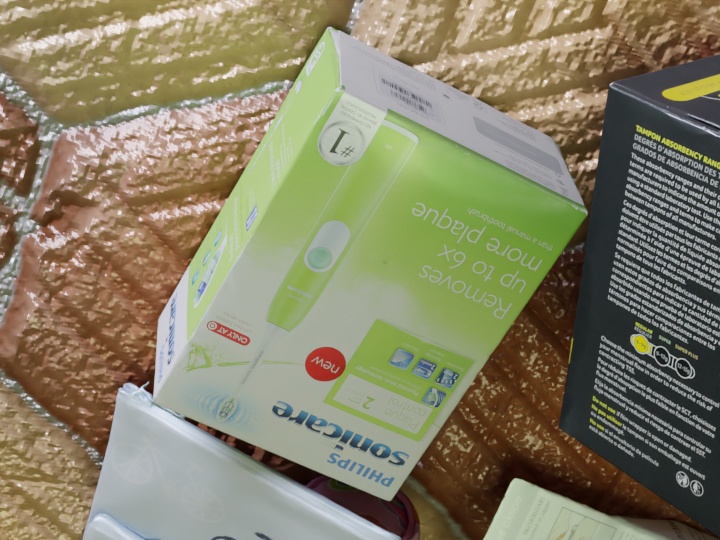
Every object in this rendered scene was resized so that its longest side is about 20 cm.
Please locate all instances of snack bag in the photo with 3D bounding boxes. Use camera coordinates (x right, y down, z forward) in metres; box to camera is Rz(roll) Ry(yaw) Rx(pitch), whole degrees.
[{"bbox_3d":[-0.078,0.181,0.905,0.188,0.021,0.200,28,124,12],"label":"snack bag"}]

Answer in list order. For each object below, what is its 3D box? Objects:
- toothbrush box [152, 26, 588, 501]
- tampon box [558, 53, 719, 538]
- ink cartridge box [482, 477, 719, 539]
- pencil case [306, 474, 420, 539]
[{"bbox_3d":[0.000,0.000,0.832,0.145,0.086,0.200,25,115,-18],"label":"toothbrush box"},{"bbox_3d":[0.203,0.004,0.796,0.150,0.126,0.201,-17,125,-36],"label":"tampon box"},{"bbox_3d":[0.143,0.223,0.971,0.199,0.057,0.163,24,98,-8],"label":"ink cartridge box"},{"bbox_3d":[-0.007,0.221,0.956,0.087,0.088,0.201,-1,120,-5],"label":"pencil case"}]
